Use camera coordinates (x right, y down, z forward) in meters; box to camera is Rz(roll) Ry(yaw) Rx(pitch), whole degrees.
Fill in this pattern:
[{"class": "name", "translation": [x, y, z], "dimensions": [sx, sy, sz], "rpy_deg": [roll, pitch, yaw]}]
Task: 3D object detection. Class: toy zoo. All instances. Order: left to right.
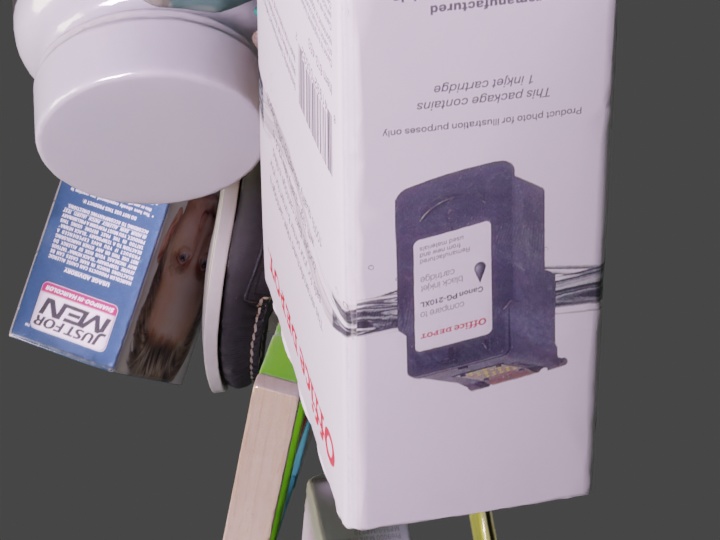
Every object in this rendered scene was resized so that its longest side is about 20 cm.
[{"class": "toy zoo", "translation": [-0.026, 0.045, 1.141], "dimensions": [0.200, 0.020, 0.132], "rpy_deg": [-72, -4, -54]}]

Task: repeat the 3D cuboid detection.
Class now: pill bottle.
[{"class": "pill bottle", "translation": [-0.092, -0.136, 1.107], "dimensions": [0.114, 0.113, 0.201], "rpy_deg": [97, 170, -58]}]

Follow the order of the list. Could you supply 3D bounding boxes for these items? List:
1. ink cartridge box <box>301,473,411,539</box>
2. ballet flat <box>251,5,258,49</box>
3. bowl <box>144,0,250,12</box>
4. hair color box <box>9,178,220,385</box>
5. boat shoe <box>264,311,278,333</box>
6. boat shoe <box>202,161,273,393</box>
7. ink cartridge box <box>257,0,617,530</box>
[{"class": "ink cartridge box", "translation": [0.008, 0.216, 1.218], "dimensions": [0.163, 0.057, 0.201], "rpy_deg": [99, 166, -60]}, {"class": "ballet flat", "translation": [0.006, -0.083, 0.969], "dimensions": [0.067, 0.068, 0.200], "rpy_deg": [63, 175, -7]}, {"class": "bowl", "translation": [-0.070, -0.169, 0.906], "dimensions": [0.201, 0.105, 0.201], "rpy_deg": [47, 173, 8]}, {"class": "hair color box", "translation": [-0.095, -0.050, 1.253], "dimensions": [0.100, 0.060, 0.201], "rpy_deg": [20, -91, -73]}, {"class": "boat shoe", "translation": [-0.053, -0.037, 1.356], "dimensions": [0.200, 0.072, 0.062], "rpy_deg": [-118, 37, -60]}, {"class": "boat shoe", "translation": [-0.040, -0.028, 1.216], "dimensions": [0.074, 0.060, 0.201], "rpy_deg": [-88, 4, -61]}, {"class": "ink cartridge box", "translation": [0.019, -0.042, 0.814], "dimensions": [0.145, 0.084, 0.201], "rpy_deg": [-110, 16, -54]}]
